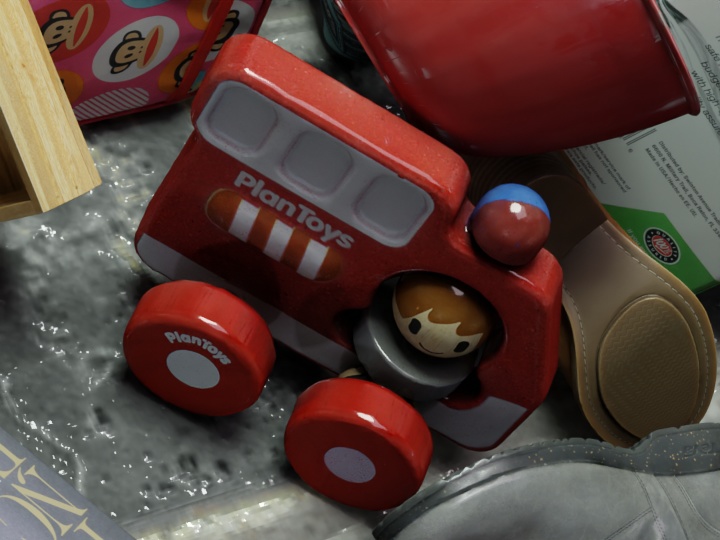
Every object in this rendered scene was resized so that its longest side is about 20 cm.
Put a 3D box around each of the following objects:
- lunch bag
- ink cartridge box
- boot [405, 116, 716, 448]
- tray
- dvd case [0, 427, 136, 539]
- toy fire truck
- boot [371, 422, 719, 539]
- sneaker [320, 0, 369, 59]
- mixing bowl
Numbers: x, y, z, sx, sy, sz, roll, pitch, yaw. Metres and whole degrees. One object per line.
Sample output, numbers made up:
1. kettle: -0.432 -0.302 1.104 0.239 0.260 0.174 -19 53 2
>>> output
1. lunch bag: -0.093 -0.154 0.948 0.175 0.200 0.082 -15 62 -33
2. ink cartridge box: 0.191 -0.087 1.030 0.147 0.199 0.083 53 49 -10
3. boot: 0.089 -0.011 1.030 0.200 0.077 0.155 47 4 -35
4. tray: -0.182 -0.118 0.890 0.037 0.098 0.202 -30 104 -37
5. dvd case: -0.141 0.116 0.822 0.200 0.016 0.149 40 22 1
6. toy fire truck: 0.000 0.000 0.914 0.199 0.168 0.113 30 51 -6
7. boot: 0.111 0.145 0.947 0.198 0.070 0.133 -7 68 -26
8. sneaker: -0.007 -0.203 1.093 0.077 0.086 0.202 6 66 -22
9. mixing bowl: 0.047 -0.123 0.896 0.108 0.200 0.201 -32 73 6
